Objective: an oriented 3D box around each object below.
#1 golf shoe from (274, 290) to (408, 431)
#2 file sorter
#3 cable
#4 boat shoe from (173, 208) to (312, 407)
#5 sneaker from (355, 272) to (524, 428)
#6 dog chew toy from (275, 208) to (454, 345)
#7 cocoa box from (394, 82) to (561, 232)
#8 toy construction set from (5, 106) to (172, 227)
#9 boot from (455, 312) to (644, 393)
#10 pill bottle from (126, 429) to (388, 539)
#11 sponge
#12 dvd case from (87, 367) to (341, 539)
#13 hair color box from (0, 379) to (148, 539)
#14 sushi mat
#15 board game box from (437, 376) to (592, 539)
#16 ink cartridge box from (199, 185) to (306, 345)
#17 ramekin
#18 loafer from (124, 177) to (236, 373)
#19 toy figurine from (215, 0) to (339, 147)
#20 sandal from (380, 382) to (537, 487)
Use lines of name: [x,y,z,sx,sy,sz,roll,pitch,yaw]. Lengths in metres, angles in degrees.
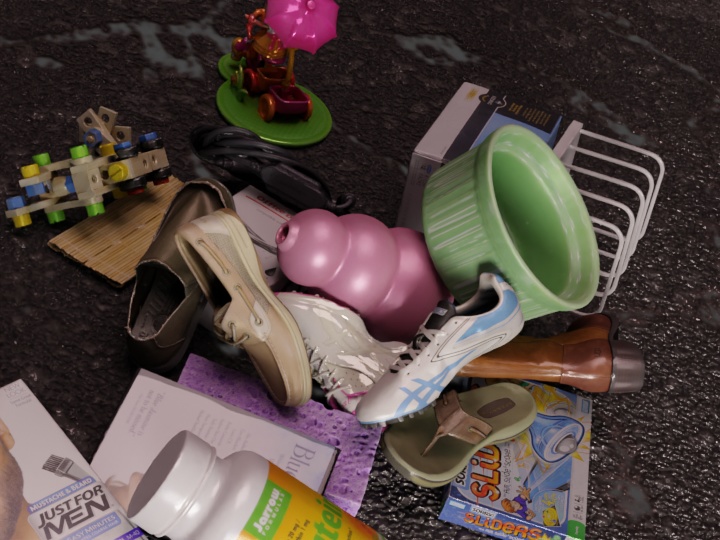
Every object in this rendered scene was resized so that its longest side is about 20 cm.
golf shoe: [-0.018,0.091,1.328,0.200,0.075,0.092,28,48,-3]
file sorter: [0.260,-0.057,1.578,0.124,0.139,0.200,21,37,15]
cable: [-0.096,-0.109,1.502,0.200,0.051,0.163,27,0,0]
boat shoe: [-0.111,0.042,1.266,0.065,0.072,0.200,-24,89,-33]
sneaker: [0.068,0.075,1.281,0.200,0.072,0.072,-38,19,-20]
dog chew toy: [0.000,0.000,1.378,0.200,0.125,0.125,25,31,-33]
cocoa box: [0.140,-0.109,1.596,0.131,0.133,0.200,20,36,11]
toy construction set: [-0.282,-0.108,1.448,0.131,0.092,0.200,-12,24,20]
boot: [0.175,0.085,1.426,0.200,0.069,0.188,3,19,-6]
pill bottle: [-0.080,0.214,1.081,0.200,0.111,0.111,35,35,-14]
sponge: [-0.086,0.154,1.265,0.200,0.030,0.112,21,37,0]
dvd case: [-0.133,0.180,1.189,0.200,0.018,0.143,22,54,1]
hair color box: [-0.268,0.192,1.094,0.109,0.065,0.200,-26,57,-35]
sushi mat: [-0.234,-0.047,1.455,0.096,0.012,0.200,32,38,15]
board game box: [0.156,0.183,1.336,0.135,0.034,0.200,18,37,-2]
ink cartridge box: [-0.112,-0.017,1.430,0.116,0.067,0.200,32,39,15]
ramekin: [0.151,-0.040,1.396,0.200,0.098,0.200,32,46,-40]
loafer: [-0.173,-0.002,1.303,0.075,0.070,0.200,12,73,10]
toy figurine: [-0.094,-0.283,1.669,0.150,0.184,0.200,-5,44,-30]
sandal: [0.095,0.140,1.285,0.080,0.057,0.201,41,42,25]
